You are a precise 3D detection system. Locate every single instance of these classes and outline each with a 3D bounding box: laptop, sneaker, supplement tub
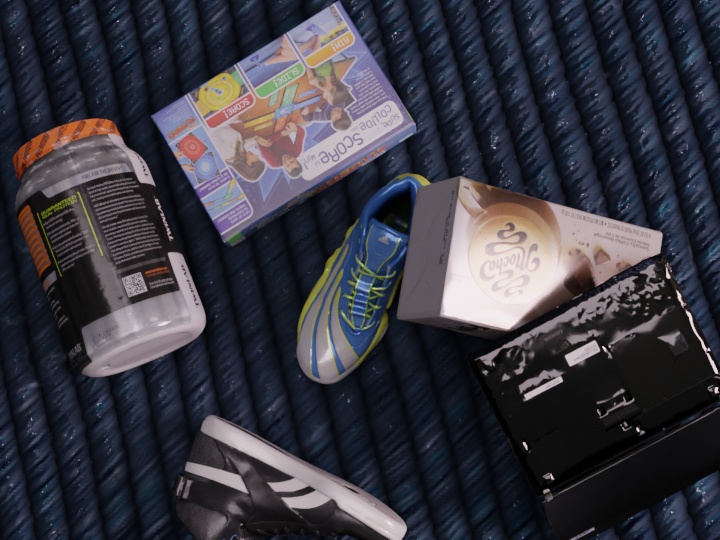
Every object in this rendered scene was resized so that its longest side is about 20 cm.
[{"bbox_3d":[0.203,0.113,1.155,0.176,0.103,0.201,-28,92,-1],"label":"laptop"},{"bbox_3d":[0.000,0.000,1.208,0.075,0.105,0.201,26,84,9],"label":"sneaker"},{"bbox_3d":[-0.221,-0.020,1.222,0.122,0.123,0.201,-22,81,1],"label":"supplement tub"},{"bbox_3d":[-0.067,0.215,1.205,0.199,0.073,0.112,26,88,17],"label":"sneaker"}]

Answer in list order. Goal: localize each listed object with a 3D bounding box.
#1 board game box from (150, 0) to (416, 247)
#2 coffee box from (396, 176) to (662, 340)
[{"bbox_3d":[-0.068,-0.130,1.269,0.199,0.034,0.136,-31,81,0],"label":"board game box"},{"bbox_3d":[0.140,0.004,1.165,0.199,0.080,0.114,14,80,-24],"label":"coffee box"}]
